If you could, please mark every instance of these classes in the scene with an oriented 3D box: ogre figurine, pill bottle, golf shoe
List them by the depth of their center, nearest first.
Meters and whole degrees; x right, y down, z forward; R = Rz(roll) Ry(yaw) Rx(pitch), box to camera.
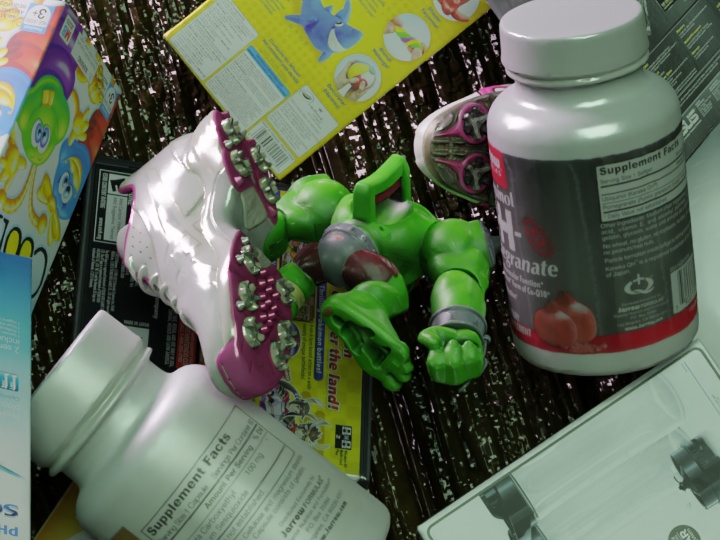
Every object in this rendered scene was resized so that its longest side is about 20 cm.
[{"bbox_3d":[-0.092,0.118,1.508,0.200,0.114,0.114,39,68,-5],"label":"pill bottle"},{"bbox_3d":[-0.089,0.002,1.535,0.091,0.075,0.200,-24,43,15],"label":"golf shoe"},{"bbox_3d":[0.130,-0.051,1.556,0.110,0.111,0.201,-14,113,-13],"label":"pill bottle"},{"bbox_3d":[0.000,0.000,1.594,0.120,0.199,0.098,-49,126,-38],"label":"ogre figurine"},{"bbox_3d":[0.092,-0.077,1.658,0.200,0.092,0.073,-7,100,-48],"label":"golf shoe"}]

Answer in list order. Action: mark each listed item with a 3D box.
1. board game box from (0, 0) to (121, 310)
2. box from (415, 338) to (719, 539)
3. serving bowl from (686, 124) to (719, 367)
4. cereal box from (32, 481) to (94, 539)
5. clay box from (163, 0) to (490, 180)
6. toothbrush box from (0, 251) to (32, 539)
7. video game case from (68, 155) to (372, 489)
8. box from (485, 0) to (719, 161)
[{"bbox_3d":[-0.234,-0.055,1.609,0.105,0.103,0.201,10,65,21],"label":"board game box"},{"bbox_3d":[0.144,0.143,1.591,0.200,0.060,0.117,-33,84,-2],"label":"box"},{"bbox_3d":[0.258,0.000,1.695,0.199,0.066,0.201,3,68,-8],"label":"serving bowl"},{"bbox_3d":[-0.088,0.184,1.583,0.200,0.040,0.144,32,64,5],"label":"cereal box"},{"bbox_3d":[-0.009,-0.163,1.681,0.200,0.048,0.115,-39,96,0],"label":"clay box"},{"bbox_3d":[-0.234,0.103,1.458,0.085,0.147,0.200,13,45,-19],"label":"toothbrush box"},{"bbox_3d":[-0.082,0.032,1.632,0.180,0.026,0.201,8,57,-10],"label":"video game case"},{"bbox_3d":[0.173,-0.161,1.668,0.159,0.048,0.200,52,43,-9],"label":"box"}]
